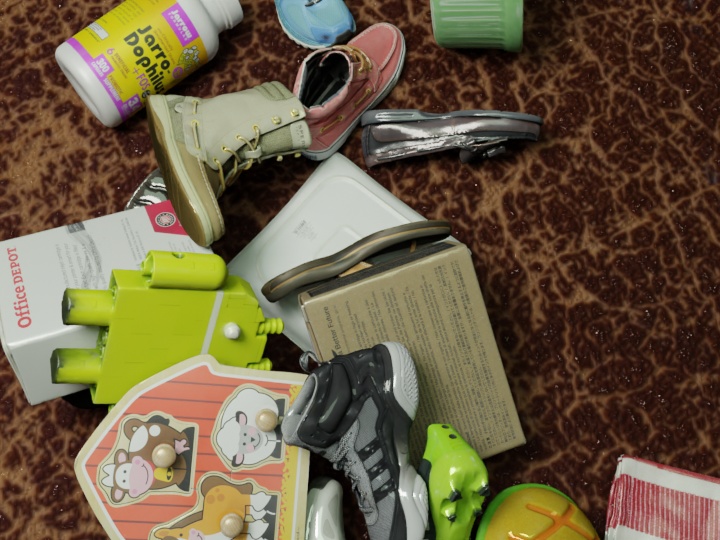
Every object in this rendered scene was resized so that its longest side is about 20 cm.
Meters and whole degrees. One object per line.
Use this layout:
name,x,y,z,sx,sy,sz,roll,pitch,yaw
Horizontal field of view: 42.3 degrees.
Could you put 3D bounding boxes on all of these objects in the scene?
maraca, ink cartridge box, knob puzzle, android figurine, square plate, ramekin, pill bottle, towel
maraca,0.162,0.291,0.824,0.136,0.107,0.202,5,68,-19
ink cartridge box,0.047,0.092,0.879,0.163,0.075,0.202,-18,99,-5
ink cartridge box,-0.236,0.023,0.881,0.198,0.084,0.146,-16,45,-16
knob puzzle,-0.141,0.171,0.790,0.217,0.030,0.222,1,86,-11
android figurine,-0.165,0.063,0.820,0.198,0.183,0.041,6,29,-28
square plate,-0.017,-0.008,0.984,0.198,0.028,0.200,38,74,13
ramekin,0.127,-0.340,1.022,0.097,0.200,0.202,-1,69,8
pill bottle,-0.231,-0.256,1.040,0.200,0.104,0.104,-39,73,-13
towel,0.296,0.286,0.872,0.143,0.023,0.202,14,70,5

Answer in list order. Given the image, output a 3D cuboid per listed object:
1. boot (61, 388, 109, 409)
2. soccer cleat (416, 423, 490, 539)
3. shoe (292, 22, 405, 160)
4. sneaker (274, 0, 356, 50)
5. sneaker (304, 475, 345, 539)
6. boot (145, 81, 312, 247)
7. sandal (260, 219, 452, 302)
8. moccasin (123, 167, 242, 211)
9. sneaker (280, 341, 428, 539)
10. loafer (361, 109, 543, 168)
boot,-0.177,0.134,0.910,0.197,0.073,0.163,-24,69,-14
soccer cleat,0.064,0.225,0.832,0.067,0.201,0.081,0,34,-23
shoe,-0.009,-0.219,1.025,0.071,0.091,0.201,29,67,12
sneaker,-0.076,-0.341,1.078,0.078,0.090,0.201,-32,73,-11
sneaker,-0.001,0.289,0.833,0.114,0.076,0.203,-2,77,20
boot,-0.119,-0.114,0.915,0.153,0.072,0.201,-12,48,-17
sandal,0.000,0.000,0.927,0.199,0.082,0.055,-21,87,-9
moccasin,-0.179,-0.100,1.003,0.073,0.078,0.202,36,69,-2
sneaker,-0.009,0.162,0.785,0.113,0.075,0.202,1,81,-21
loafer,0.098,-0.141,1.020,0.198,0.072,0.064,2,89,8
